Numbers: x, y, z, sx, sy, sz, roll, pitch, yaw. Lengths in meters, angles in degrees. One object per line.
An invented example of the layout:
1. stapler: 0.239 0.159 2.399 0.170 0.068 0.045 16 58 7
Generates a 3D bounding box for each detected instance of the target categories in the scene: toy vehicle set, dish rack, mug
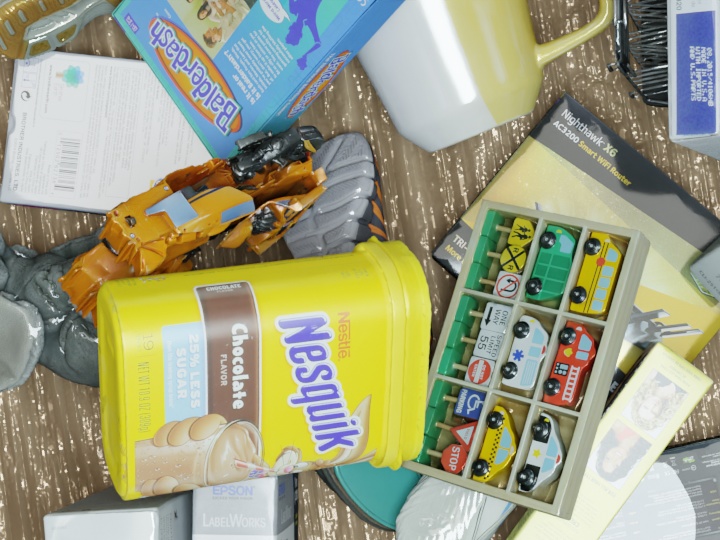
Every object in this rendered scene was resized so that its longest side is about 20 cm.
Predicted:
1. toy vehicle set: 0.114 0.058 1.067 0.124 0.026 0.201 12 79 31
2. dish rack: 0.207 -0.198 1.084 0.054 0.200 0.155 -3 86 18
3. mug: 0.072 -0.175 1.108 0.149 0.186 0.154 -24 95 -40

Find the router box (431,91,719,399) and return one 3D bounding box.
1. router box: 0.176 -0.007 1.144 0.200 0.052 0.158 40 90 5

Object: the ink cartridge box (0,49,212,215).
1. ink cartridge box: -0.170 -0.099 1.178 0.198 0.042 0.120 6 87 6

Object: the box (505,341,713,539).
1. box: 0.166 0.143 1.075 0.050 0.075 0.201 35 91 7

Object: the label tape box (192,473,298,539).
1. label tape box: -0.081 0.176 1.104 0.063 0.144 0.202 0 87 4

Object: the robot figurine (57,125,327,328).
1. robot figurine: -0.105 -0.034 1.059 0.199 0.145 0.058 -27 79 -40

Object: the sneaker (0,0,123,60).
1. sneaker: -0.200 -0.236 1.171 0.199 0.076 0.088 -20 55 -12

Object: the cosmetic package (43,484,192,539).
1. cosmetic package: -0.158 0.212 1.080 0.080 0.200 0.114 -4 89 5

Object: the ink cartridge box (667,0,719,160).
1. ink cartridge box: 0.260 -0.177 1.075 0.043 0.200 0.198 -2 87 29

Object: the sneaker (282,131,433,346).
1. sneaker: 0.000 0.000 1.148 0.077 0.112 0.201 -17 52 29

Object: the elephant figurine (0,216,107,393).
1. elephant figurine: -0.260 0.019 1.135 0.198 0.142 0.156 -3 72 -3

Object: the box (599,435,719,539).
1. box: 0.240 0.207 1.127 0.198 0.051 0.159 -13 83 4

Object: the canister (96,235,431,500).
1. canister: -0.063 0.065 0.988 0.198 0.087 0.150 -7 116 -19

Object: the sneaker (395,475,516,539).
1. sneaker: 0.101 0.135 1.119 0.072 0.072 0.200 44 99 13

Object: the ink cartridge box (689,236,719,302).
1. ink cartridge box: 0.333 -0.071 1.047 0.200 0.174 0.044 -40 85 -21

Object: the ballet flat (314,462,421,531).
1. ballet flat: -0.023 0.114 1.134 0.068 0.068 0.200 -48 120 -17

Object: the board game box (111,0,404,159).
1. board game box: -0.072 -0.190 1.085 0.200 0.045 0.153 -43 77 34
